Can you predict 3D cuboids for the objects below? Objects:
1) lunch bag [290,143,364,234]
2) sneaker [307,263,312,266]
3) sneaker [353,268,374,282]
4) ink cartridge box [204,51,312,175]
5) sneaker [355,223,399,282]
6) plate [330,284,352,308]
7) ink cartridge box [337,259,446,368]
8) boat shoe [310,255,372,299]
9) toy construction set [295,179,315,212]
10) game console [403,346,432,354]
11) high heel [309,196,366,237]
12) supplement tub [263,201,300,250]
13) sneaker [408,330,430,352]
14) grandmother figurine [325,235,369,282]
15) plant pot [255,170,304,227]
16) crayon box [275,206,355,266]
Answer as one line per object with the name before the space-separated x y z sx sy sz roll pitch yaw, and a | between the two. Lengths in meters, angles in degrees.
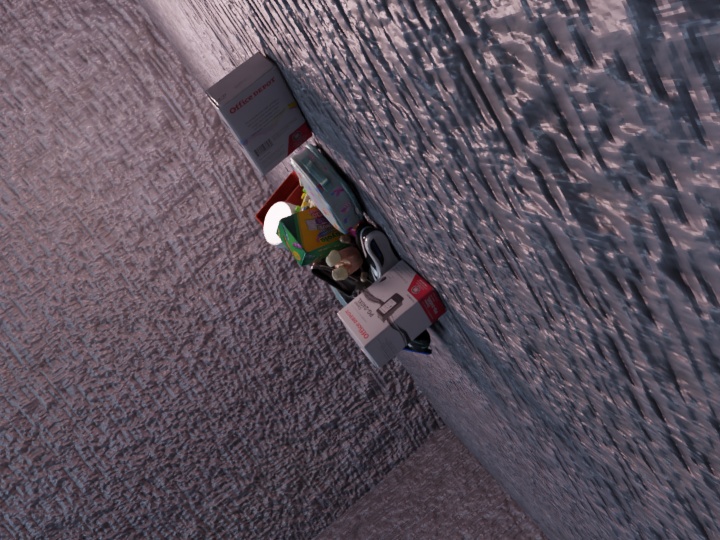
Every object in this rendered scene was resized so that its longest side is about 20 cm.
lunch bag | -0.074 -0.187 1.450 0.200 0.077 0.161 49 173 29
sneaker | -0.077 -0.070 1.684 0.080 0.198 0.072 54 141 26
sneaker | 0.000 0.001 1.694 0.202 0.067 0.108 47 -168 -29
ink cartridge box | -0.207 -0.324 1.325 0.086 0.147 0.201 45 170 39
sneaker | 0.046 -0.027 1.506 0.112 0.072 0.202 50 164 56
plate | -0.034 0.071 1.777 0.200 0.025 0.201 48 -166 -16
ink cartridge box | 0.066 0.094 1.409 0.145 0.199 0.084 45 172 50
boat shoe | -0.038 0.035 1.597 0.198 0.057 0.067 33 131 5
toy construction set | -0.129 -0.194 1.733 0.091 0.133 0.200 20 166 1
game console | 0.092 0.141 1.722 0.169 0.120 0.199 14 178 42
high heel | -0.063 -0.154 1.563 0.200 0.067 0.096 47 -176 7
supplement tub | -0.173 -0.117 1.882 0.198 0.133 0.132 14 -154 -47
sneaker | 0.107 0.120 1.617 0.200 0.075 0.079 42 163 7
grandmother figurine | -0.009 -0.032 1.545 0.200 0.060 0.123 -35 -70 -59
plant pot | -0.200 -0.178 2.051 0.176 0.200 0.200 41 179 -23
crayon box | -0.100 -0.099 1.609 0.119 0.198 0.059 49 140 21
